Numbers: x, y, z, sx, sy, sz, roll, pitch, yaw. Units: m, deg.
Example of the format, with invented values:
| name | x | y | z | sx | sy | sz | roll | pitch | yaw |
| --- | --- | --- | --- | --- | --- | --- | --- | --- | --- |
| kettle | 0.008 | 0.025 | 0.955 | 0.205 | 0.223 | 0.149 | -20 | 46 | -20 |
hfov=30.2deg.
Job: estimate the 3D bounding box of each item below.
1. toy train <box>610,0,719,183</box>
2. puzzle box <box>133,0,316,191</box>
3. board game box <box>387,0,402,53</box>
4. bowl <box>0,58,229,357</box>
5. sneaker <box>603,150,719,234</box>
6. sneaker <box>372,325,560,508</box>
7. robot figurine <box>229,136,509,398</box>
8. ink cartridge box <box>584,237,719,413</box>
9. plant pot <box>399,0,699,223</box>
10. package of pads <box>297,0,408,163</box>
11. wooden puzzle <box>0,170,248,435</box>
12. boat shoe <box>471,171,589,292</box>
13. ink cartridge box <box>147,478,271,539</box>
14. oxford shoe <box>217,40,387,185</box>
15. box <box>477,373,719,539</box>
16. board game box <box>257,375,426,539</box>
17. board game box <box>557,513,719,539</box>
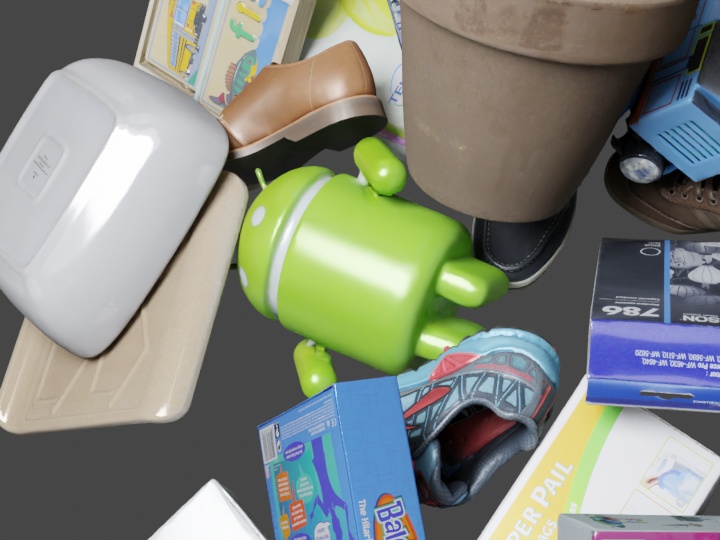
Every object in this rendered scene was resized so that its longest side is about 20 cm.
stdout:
| name | x | y | z | sx | sy | sz | roll | pitch | yaw |
| --- | --- | --- | --- | --- | --- | --- | --- | --- | --- |
| toy train | 0.232 | -0.150 | 0.905 | 0.086 | 0.114 | 0.202 | 36 | 63 | -23 |
| puzzle box | -0.106 | -0.177 | 1.006 | 0.132 | 0.025 | 0.202 | 33 | 120 | 23 |
| board game box | 0.106 | -0.250 | 0.966 | 0.197 | 0.062 | 0.203 | -18 | 64 | 7 |
| bowl | -0.203 | -0.058 | 0.964 | 0.199 | 0.074 | 0.201 | 35 | 94 | 48 |
| sneaker | 0.267 | -0.059 | 0.926 | 0.197 | 0.076 | 0.071 | 17 | 73 | 17 |
| sneaker | 0.038 | 0.112 | 0.860 | 0.199 | 0.079 | 0.096 | -35 | 23 | 27 |
| robot figurine | 0.000 | 0.000 | 0.933 | 0.198 | 0.115 | 0.178 | 23 | 105 | 18 |
| ink cartridge box | 0.197 | 0.029 | 0.854 | 0.098 | 0.200 | 0.040 | 3 | 112 | 11 |
| plant pot | 0.100 | -0.131 | 0.843 | 0.197 | 0.177 | 0.201 | 8 | 31 | -5 |
| package of pads | 0.036 | -0.165 | 1.018 | 0.198 | 0.068 | 0.156 | 27 | 76 | 23 |
| wooden puzzle | -0.167 | 0.031 | 0.967 | 0.198 | 0.046 | 0.188 | -8 | 59 | 40 |
| boat shoe | 0.133 | -0.080 | 0.970 | 0.074 | 0.062 | 0.202 | 23 | 76 | 17 |
| ink cartridge box | -0.133 | 0.251 | 0.897 | 0.200 | 0.050 | 0.109 | -43 | 68 | -6 |
| oxford shoe | -0.071 | -0.107 | 0.965 | 0.198 | 0.071 | 0.072 | -20 | 76 | 27 |
| box | 0.131 | 0.186 | 0.835 | 0.101 | 0.113 | 0.201 | 32 | 79 | 19 |
| board game box | -0.007 | 0.178 | 0.804 | 0.044 | 0.152 | 0.203 | -4 | 77 | -23 |
| board game box | 0.211 | 0.215 | 0.747 | 0.197 | 0.064 | 0.150 | 3 | 85 | -13 |
